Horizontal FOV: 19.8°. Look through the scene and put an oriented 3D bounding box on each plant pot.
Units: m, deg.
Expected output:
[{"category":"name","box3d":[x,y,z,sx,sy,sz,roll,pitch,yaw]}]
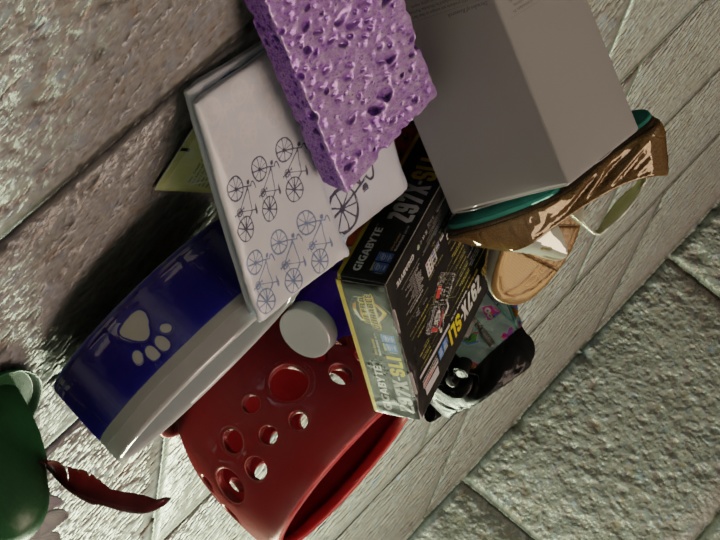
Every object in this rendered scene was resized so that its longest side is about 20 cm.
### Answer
[{"category":"plant pot","box3d":[-0.074,0.125,1.855,0.200,0.182,0.200,-45,165,-16]}]

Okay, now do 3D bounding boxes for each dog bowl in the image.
[{"category":"dog bowl","box3d":[-0.141,0.051,1.595,0.200,0.079,0.200,-44,177,-3]}]

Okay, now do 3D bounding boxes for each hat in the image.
[{"category":"hat","box3d":[-0.236,0.185,1.495,0.166,0.176,0.200,-49,167,-6]}]

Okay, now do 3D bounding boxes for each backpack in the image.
[{"category":"backpack","box3d":[0.067,0.026,1.881,0.126,0.200,0.167,-33,176,-22]}]

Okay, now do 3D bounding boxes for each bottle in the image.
[{"category":"bottle","box3d":[0.000,0.000,1.731,0.200,0.083,0.065,-50,173,-46]}]

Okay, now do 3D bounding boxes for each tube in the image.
[{"category":"tube","box3d":[-0.062,-0.083,1.562,0.200,0.052,0.058,4,88,-46]}]

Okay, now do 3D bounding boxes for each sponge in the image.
[{"category":"sponge","box3d":[-0.012,-0.162,1.464,0.112,0.030,0.200,-47,142,-21]}]

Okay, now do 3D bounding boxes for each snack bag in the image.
[{"category":"snack bag","box3d":[-0.038,-0.090,1.523,0.200,0.021,0.189,-38,125,-39]}]

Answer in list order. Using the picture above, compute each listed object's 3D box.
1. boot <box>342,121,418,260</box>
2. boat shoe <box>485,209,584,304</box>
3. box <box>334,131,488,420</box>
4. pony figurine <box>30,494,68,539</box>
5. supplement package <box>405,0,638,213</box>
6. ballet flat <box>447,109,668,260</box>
[{"category":"boot","box3d":[0.014,-0.090,1.704,0.200,0.075,0.107,-55,155,-47]},{"category":"boat shoe","box3d":[0.147,-0.071,1.727,0.071,0.069,0.200,17,97,-36]},{"category":"box","box3d":[0.053,-0.005,1.683,0.160,0.049,0.200,75,34,-44]},{"category":"pony figurine","box3d":[-0.280,0.287,1.749,0.193,0.167,0.200,-44,-178,2]},{"category":"supplement package","box3d":[0.106,-0.165,1.590,0.120,0.200,0.121,-13,-165,40]},{"category":"ballet flat","box3d":[0.168,-0.054,1.662,0.200,0.072,0.068,-31,-160,-11]}]
